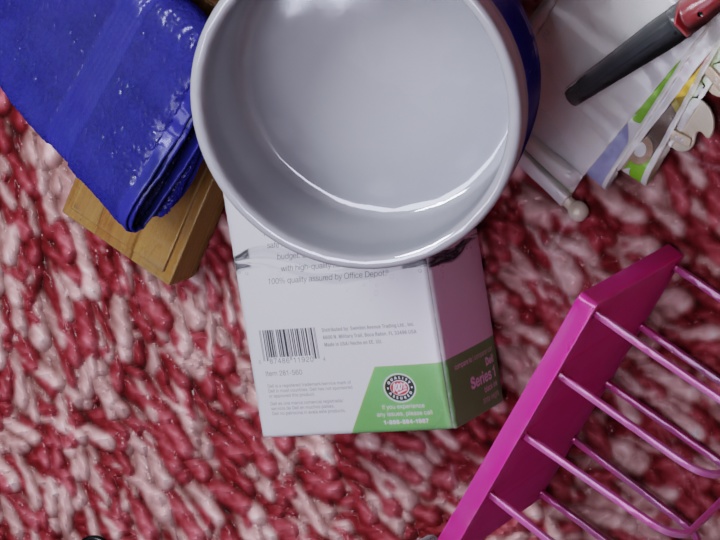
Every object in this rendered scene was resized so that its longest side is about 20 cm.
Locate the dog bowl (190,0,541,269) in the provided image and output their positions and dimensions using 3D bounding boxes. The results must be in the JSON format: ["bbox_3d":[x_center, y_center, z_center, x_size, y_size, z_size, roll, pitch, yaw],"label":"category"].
[{"bbox_3d":[0.004,-0.107,1.554,0.199,0.079,0.201,5,112,12],"label":"dog bowl"}]

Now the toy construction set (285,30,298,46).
[{"bbox_3d":[-0.081,-0.212,1.658,0.200,0.131,0.092,30,124,18],"label":"toy construction set"}]

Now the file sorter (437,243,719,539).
[{"bbox_3d":[0.164,0.112,1.593,0.125,0.139,0.200,36,117,16],"label":"file sorter"}]

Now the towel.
[{"bbox_3d":[-0.164,-0.139,1.736,0.200,0.049,0.148,46,115,31],"label":"towel"}]

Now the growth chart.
[{"bbox_3d":[0.156,-0.124,1.611,0.145,0.018,0.200,50,120,10],"label":"growth chart"}]

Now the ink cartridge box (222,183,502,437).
[{"bbox_3d":[0.000,0.000,1.691,0.146,0.084,0.201,-4,99,30],"label":"ink cartridge box"}]

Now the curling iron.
[{"bbox_3d":[0.202,-0.144,1.556,0.200,0.026,0.050,-26,85,30],"label":"curling iron"}]

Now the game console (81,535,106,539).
[{"bbox_3d":[-0.192,0.325,1.867,0.200,0.176,0.116,42,147,15],"label":"game console"}]

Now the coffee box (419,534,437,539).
[{"bbox_3d":[0.002,0.325,1.698,0.200,0.200,0.198,-42,80,27],"label":"coffee box"}]

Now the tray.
[{"bbox_3d":[-0.123,-0.101,1.767,0.099,0.037,0.200,33,115,19],"label":"tray"}]
